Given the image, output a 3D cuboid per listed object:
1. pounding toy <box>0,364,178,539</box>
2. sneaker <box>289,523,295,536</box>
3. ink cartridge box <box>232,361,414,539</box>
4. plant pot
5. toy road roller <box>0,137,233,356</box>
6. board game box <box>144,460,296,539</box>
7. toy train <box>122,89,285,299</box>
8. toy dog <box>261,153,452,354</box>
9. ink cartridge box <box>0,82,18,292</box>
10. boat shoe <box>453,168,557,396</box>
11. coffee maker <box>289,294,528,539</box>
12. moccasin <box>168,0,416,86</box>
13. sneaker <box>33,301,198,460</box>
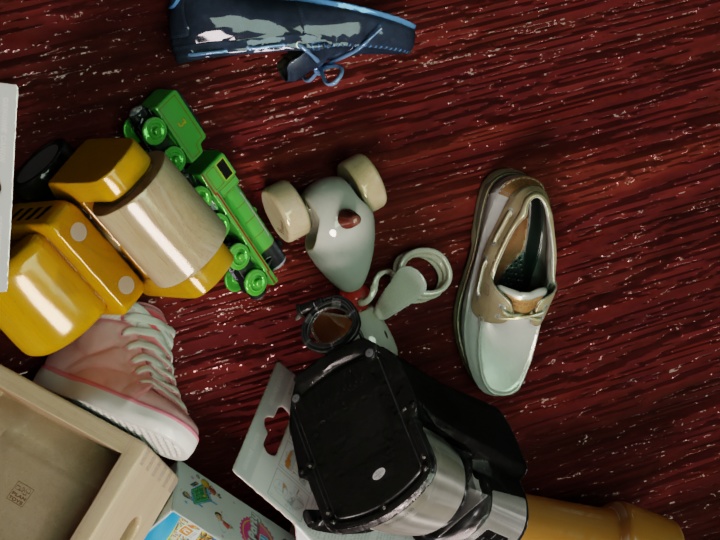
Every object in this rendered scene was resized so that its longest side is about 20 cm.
[{"bbox_3d":[-0.273,0.200,1.677,0.183,0.142,0.201,26,77,19],"label":"pounding toy"},{"bbox_3d":[-0.004,0.289,1.873,0.082,0.074,0.201,-30,111,-44],"label":"sneaker"},{"bbox_3d":[-0.030,0.194,1.783,0.200,0.160,0.047,44,121,-15],"label":"ink cartridge box"},{"bbox_3d":[0.156,0.277,1.864,0.182,0.200,0.201,23,96,-8],"label":"plant pot"},{"bbox_3d":[-0.209,-0.010,1.630,0.123,0.200,0.146,50,63,-25],"label":"toy road roller"},{"bbox_3d":[-0.123,0.263,1.777,0.200,0.064,0.147,36,122,-24],"label":"board game box"},{"bbox_3d":[-0.122,-0.062,1.731,0.056,0.042,0.200,-47,122,-24],"label":"toy train"},{"bbox_3d":[0.000,0.000,1.760,0.132,0.096,0.200,-43,118,-3],"label":"toy dog"},{"bbox_3d":[-0.355,-0.074,1.600,0.199,0.057,0.164,5,103,-2],"label":"ink cartridge box"},{"bbox_3d":[0.127,0.018,1.832,0.074,0.068,0.201,-5,107,-19],"label":"boat shoe"},{"bbox_3d":[0.043,0.134,1.734,0.200,0.134,0.193,31,56,-57],"label":"coffee maker"},{"bbox_3d":[-0.056,-0.182,1.709,0.199,0.080,0.069,5,89,-9],"label":"moccasin"},{"bbox_3d":[-0.174,0.075,1.670,0.075,0.200,0.105,43,75,-35],"label":"sneaker"}]
